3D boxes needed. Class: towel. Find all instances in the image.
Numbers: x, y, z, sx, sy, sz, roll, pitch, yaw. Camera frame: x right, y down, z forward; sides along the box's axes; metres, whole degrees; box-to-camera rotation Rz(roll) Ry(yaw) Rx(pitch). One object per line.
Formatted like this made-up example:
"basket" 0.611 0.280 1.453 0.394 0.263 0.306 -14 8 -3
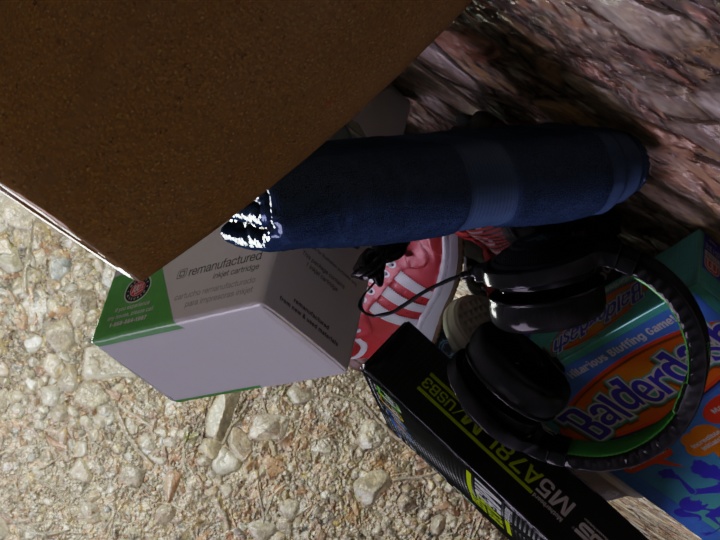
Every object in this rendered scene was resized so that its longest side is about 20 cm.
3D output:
"towel" 0.032 -0.041 0.759 0.199 0.049 0.112 -6 -171 -21

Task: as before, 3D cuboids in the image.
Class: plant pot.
"plant pot" -0.060 -0.104 0.547 0.186 0.200 0.186 34 173 5

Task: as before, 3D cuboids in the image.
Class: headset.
"headset" 0.091 0.029 0.847 0.199 0.124 0.094 20 -160 8

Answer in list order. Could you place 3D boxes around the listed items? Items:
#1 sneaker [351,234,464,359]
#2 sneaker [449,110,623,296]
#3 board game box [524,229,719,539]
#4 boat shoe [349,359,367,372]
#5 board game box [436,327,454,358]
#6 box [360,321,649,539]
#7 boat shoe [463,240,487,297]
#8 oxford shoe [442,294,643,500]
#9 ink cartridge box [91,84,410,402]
"sneaker" 0.000 0.000 1.004 0.112 0.071 0.200 -3 144 -10
"sneaker" 0.105 -0.027 0.911 0.098 0.071 0.200 20 163 27
"board game box" 0.207 0.079 0.910 0.200 0.045 0.152 36 133 -21
"boat shoe" -0.006 -0.007 1.188 0.075 0.075 0.203 16 -142 -19
"board game box" 0.161 0.068 1.107 0.200 0.028 0.135 19 -163 20
"box" 0.091 0.129 0.959 0.193 0.048 0.200 44 173 15
"boat shoe" 0.104 -0.004 1.101 0.072 0.066 0.200 31 174 24
"oxford shoe" 0.113 0.089 0.980 0.058 0.075 0.200 -26 127 36
"ink cartridge box" -0.065 -0.032 0.954 0.146 0.200 0.084 -14 140 37
